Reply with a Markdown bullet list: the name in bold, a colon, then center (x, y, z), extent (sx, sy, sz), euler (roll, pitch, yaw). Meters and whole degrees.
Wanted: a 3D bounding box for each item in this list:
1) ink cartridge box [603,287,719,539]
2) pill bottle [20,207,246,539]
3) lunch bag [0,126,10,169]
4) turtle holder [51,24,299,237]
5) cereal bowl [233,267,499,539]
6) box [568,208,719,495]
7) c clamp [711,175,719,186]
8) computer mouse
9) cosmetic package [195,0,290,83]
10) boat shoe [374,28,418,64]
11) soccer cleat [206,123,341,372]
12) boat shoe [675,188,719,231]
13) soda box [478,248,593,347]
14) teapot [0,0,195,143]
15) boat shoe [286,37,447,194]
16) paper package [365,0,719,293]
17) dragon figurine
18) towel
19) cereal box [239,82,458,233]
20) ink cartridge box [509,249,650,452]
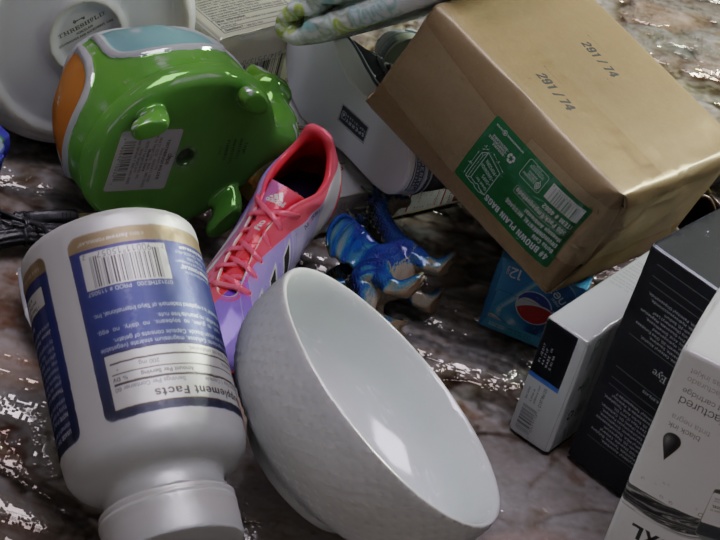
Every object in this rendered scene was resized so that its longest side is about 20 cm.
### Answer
- **ink cartridge box**: center (0.242, 0.133, 1.365), extent (0.144, 0.200, 0.084), euler (26, 38, 13)
- **pill bottle**: center (-0.130, 0.073, 1.325), extent (0.111, 0.111, 0.201), euler (-3, 64, -27)
- **lunch bag**: center (-0.350, -0.081, 1.483), extent (0.200, 0.128, 0.170), euler (26, 36, -2)
- **turtle holder**: center (-0.129, -0.115, 1.564), extent (0.185, 0.141, 0.132), euler (-29, 52, -16)
- **cereal bowl**: center (-0.008, 0.100, 1.371), extent (0.200, 0.083, 0.200), euler (44, 18, -18)
- **box**: center (0.258, 0.051, 1.501), extent (0.104, 0.182, 0.200), euler (36, 38, 26)
- **c clamp**: center (0.290, -0.076, 1.764), extent (0.200, 0.027, 0.171), euler (20, 12, -47)
- **computer mouse**: center (-0.193, 0.021, 1.475), extent (0.109, 0.044, 0.200), euler (3, 31, -28)
- **cosmetic package**: center (-0.143, -0.208, 1.771), extent (0.103, 0.087, 0.200), euler (-18, 49, -38)
- **boat shoe**: center (0.098, -0.136, 1.764), extent (0.200, 0.070, 0.072), euler (28, 15, -20)
- **soccer cleat**: center (-0.067, -0.015, 1.517), extent (0.067, 0.077, 0.200), euler (20, 50, 13)
- **boat shoe**: center (0.256, -0.033, 1.723), extent (0.072, 0.060, 0.200), euler (3, 37, -19)
- **soda box**: center (0.147, -0.024, 1.660), extent (0.068, 0.064, 0.200), euler (21, 34, 5)
- **teapot**: center (-0.222, -0.201, 1.650), extent (0.199, 0.198, 0.146), euler (9, 22, -31)
- **boat shoe**: center (0.013, -0.123, 1.664), extent (0.068, 0.072, 0.200), euler (0, 33, -36)
- **paper package**: center (0.138, -0.102, 1.588), extent (0.200, 0.104, 0.190), euler (48, 37, 17)
- **dragon figurine**: center (0.000, 0.000, 1.567), extent (0.099, 0.059, 0.200), euler (26, 31, 17)
- **towel**: center (0.058, -0.215, 1.620), extent (0.200, 0.048, 0.171), euler (-16, 3, 31)
- **cereal box**: center (-0.030, -0.090, 1.697), extent (0.200, 0.040, 0.144), euler (-14, 46, -37)
- **ink cartridge box**: center (0.183, 0.044, 1.552), extent (0.039, 0.100, 0.200), euler (34, 37, 25)
